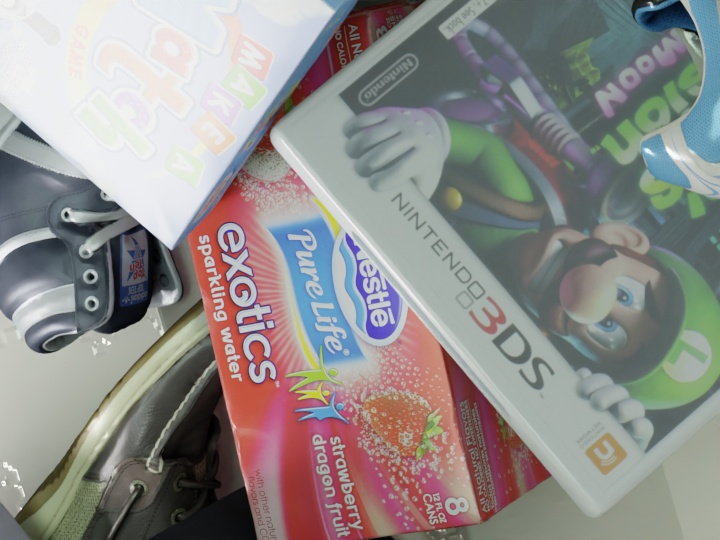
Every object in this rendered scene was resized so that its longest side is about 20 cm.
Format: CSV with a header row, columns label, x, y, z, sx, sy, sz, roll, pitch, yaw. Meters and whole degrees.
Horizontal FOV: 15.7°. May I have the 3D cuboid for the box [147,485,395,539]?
label,x,y,z,sx,sy,sz,roll,pitch,yaw
box,-0.038,0.179,1.013,0.148,0.200,0.107,40,112,13

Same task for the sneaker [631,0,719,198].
label,x,y,z,sx,sy,sz,roll,pitch,yaw
sneaker,0.133,-0.122,0.916,0.072,0.072,0.201,3,72,8

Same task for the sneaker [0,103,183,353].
label,x,y,z,sx,sy,sz,roll,pitch,yaw
sneaker,-0.096,-0.048,1.068,0.200,0.070,0.109,-44,76,31

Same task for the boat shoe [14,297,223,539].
label,x,y,z,sx,sy,sz,roll,pitch,yaw
boat shoe,-0.089,0.088,1.095,0.066,0.072,0.201,42,119,6

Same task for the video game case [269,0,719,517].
label,x,y,z,sx,sy,sz,roll,pitch,yaw
video game case,0.100,-0.043,0.944,0.200,0.023,0.182,-40,86,-11

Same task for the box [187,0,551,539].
label,x,y,z,sx,sy,sz,roll,pitch,yaw
box,0.000,0.000,1.020,0.099,0.095,0.201,-10,95,25

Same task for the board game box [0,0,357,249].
label,x,y,z,sx,sy,sz,roll,pitch,yaw
board game box,-0.106,-0.120,0.926,0.200,0.037,0.151,40,137,1

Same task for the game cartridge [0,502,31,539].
label,x,y,z,sx,sy,sz,roll,pitch,yaw
game cartridge,-0.159,0.191,1.124,0.133,0.040,0.200,-12,111,33
